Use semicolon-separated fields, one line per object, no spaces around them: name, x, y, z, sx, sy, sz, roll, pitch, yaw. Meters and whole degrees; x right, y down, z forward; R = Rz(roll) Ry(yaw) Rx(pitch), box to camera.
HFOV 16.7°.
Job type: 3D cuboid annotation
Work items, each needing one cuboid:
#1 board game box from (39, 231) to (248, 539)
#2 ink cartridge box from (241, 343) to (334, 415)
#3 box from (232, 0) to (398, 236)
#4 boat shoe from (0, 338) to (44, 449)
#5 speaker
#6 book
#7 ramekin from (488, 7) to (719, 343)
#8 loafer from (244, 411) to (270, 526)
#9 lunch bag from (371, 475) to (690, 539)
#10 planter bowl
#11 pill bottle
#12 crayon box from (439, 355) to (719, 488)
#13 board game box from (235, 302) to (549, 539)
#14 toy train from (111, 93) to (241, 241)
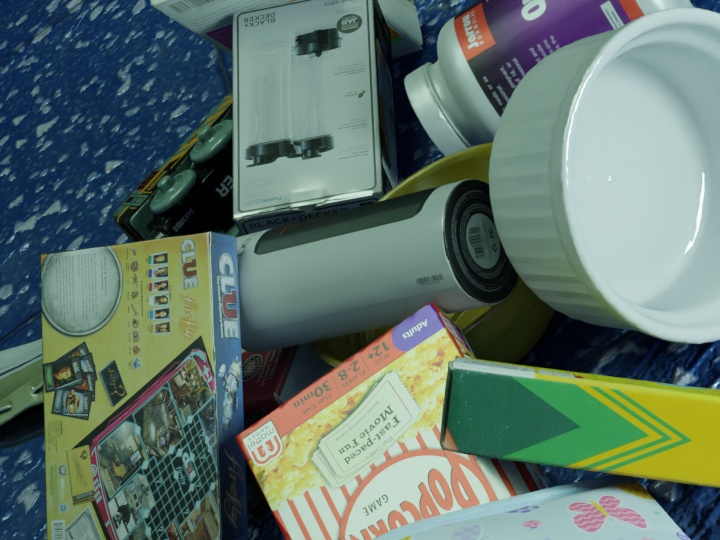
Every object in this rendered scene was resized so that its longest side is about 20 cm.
board game box;-0.141;0.082;1.581;0.135;0.035;0.200;-6;81;28
ink cartridge box;-0.095;0.080;1.724;0.200;0.083;0.146;-16;39;34
box;-0.035;-0.111;1.845;0.117;0.060;0.200;-11;54;10
boat shoe;-0.195;0.076;1.709;0.200;0.072;0.062;-22;61;36
speaker;0.000;0.000;1.562;0.200;0.081;0.081;-13;40;39
book;-0.057;-0.206;1.930;0.134;0.200;0.048;-20;65;23
ramekin;0.174;-0.056;1.498;0.201;0.200;0.098;-54;25;-21
loafer;-0.106;0.184;1.617;0.201;0.070;0.068;-51;1;13
lunch bag;0.087;0.205;1.266;0.200;0.127;0.170;-10;26;-19
planter bowl;0.069;0.015;1.625;0.200;0.083;0.200;-28;32;20
pill bottle;0.134;-0.157;1.747;0.200;0.112;0.112;-31;32;16
crayon box;0.146;0.085;1.359;0.127;0.200;0.051;11;-94;-85
board game box;0.032;0.141;1.463;0.151;0.046;0.200;-35;57;9
toy train;-0.113;-0.082;1.960;0.200;0.085;0.114;-50;22;-16
